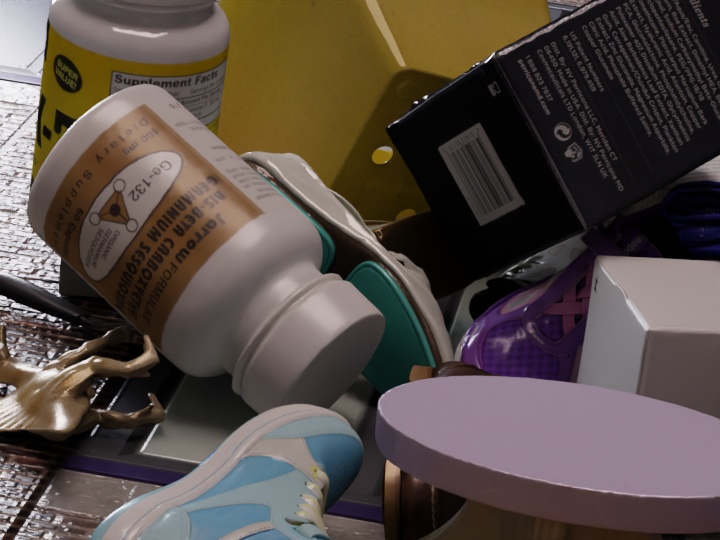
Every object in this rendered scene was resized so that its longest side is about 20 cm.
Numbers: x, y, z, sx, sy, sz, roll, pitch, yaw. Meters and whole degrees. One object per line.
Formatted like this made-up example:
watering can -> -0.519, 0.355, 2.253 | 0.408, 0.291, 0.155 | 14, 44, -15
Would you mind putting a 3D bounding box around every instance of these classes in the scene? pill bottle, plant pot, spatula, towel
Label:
pill bottle -> -0.141, -0.114, 1.773 | 0.114, 0.201, 0.114 | 7, 25, -4
plant pot -> 0.020, -0.119, 1.933 | 0.199, 0.200, 0.177 | 12, 34, -32
spatula -> -0.153, 0.028, 1.743 | 0.199, 0.021, 0.056 | 14, 7, 27
pill bottle -> -0.086, -0.004, 1.653 | 0.200, 0.115, 0.114 | 42, 33, 18
towel -> 0.291, -0.017, 1.683 | 0.200, 0.050, 0.147 | 11, -10, -43

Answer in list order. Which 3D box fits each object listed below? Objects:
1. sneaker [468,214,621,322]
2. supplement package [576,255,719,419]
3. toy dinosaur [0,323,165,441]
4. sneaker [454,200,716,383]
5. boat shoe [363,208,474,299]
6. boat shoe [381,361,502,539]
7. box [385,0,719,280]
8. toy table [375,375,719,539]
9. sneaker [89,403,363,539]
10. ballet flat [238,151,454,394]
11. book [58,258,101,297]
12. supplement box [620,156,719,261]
sneaker -> 0.113, -0.002, 1.833 | 0.115, 0.076, 0.201 | 0, 24, -24
supplement package -> 0.231, 0.070, 1.610 | 0.199, 0.120, 0.121 | 3, 20, -11
toy dinosaur -> -0.161, 0.074, 1.600 | 0.101, 0.058, 0.200 | -15, 18, -14
sneaker -> 0.140, 0.015, 1.706 | 0.200, 0.089, 0.081 | -31, 69, -28
boat shoe -> -0.020, 0.008, 1.784 | 0.199, 0.074, 0.066 | -9, -5, -30
boat shoe -> 0.052, 0.095, 1.557 | 0.070, 0.071, 0.200 | 5, 20, 7
box -> 0.150, -0.100, 1.724 | 0.200, 0.118, 0.197 | -30, 1, -19
toy table -> 0.100, 0.132, 1.409 | 0.199, 0.118, 0.184 | 15, 22, 24
sneaker -> -0.030, 0.137, 1.415 | 0.130, 0.080, 0.200 | 17, 32, 31
ballet flat -> 0.000, 0.000, 1.706 | 0.200, 0.070, 0.069 | 47, 35, 16
book -> -0.123, -0.033, 1.889 | 0.133, 0.048, 0.200 | 7, 22, -3
supplement box -> 0.212, -0.025, 1.888 | 0.101, 0.104, 0.200 | -4, 22, -30
